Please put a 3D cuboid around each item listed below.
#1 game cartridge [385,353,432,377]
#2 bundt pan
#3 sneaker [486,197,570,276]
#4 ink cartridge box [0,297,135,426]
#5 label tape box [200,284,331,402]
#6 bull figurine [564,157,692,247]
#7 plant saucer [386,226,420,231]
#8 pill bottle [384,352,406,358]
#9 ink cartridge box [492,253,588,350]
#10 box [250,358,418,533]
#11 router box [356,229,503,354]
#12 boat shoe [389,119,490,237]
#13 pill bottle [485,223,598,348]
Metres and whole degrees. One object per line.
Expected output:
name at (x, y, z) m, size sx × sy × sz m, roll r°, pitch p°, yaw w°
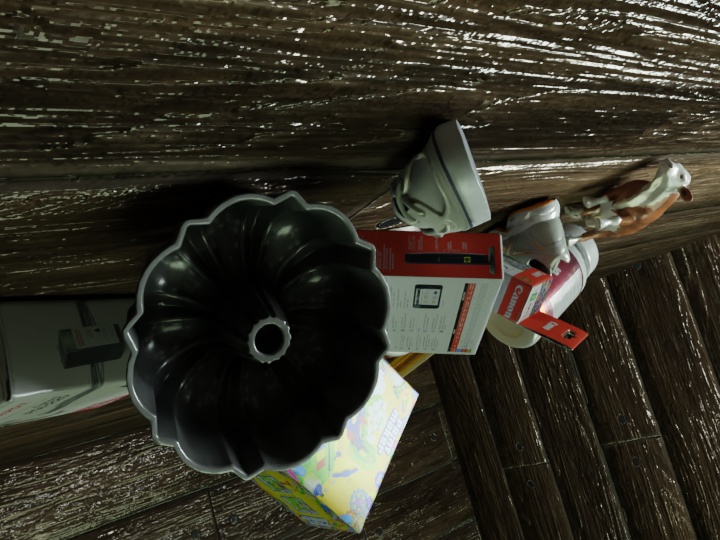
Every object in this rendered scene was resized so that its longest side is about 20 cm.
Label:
game cartridge at (0.115, 0.064, 1.062) m, size 0.176 × 0.032 × 0.201 m, roll -45°, pitch -171°, yaw 40°
bundt pan at (-0.078, 0.040, 0.518) m, size 0.197 × 0.208 × 0.075 m, roll -13°, pitch -163°, yaw -25°
sneaker at (0.215, -0.022, 0.939) m, size 0.074 × 0.095 × 0.200 m, roll -17°, pitch 171°, yaw -9°
ink cartridge box at (-0.289, 0.087, 0.663) m, size 0.143 × 0.087 × 0.198 m, roll -23°, pitch 167°, yaw 27°
label tape box at (-0.080, 0.061, 0.615) m, size 0.142 × 0.066 × 0.202 m, roll -40°, pitch 150°, yaw -14°
bull figurine at (0.344, -0.083, 0.928) m, size 0.118 × 0.067 × 0.200 m, roll -13°, pitch 167°, yaw -5°
plant saucer at (0.000, 0.000, 0.847) m, size 0.195 × 0.038 × 0.201 m, roll -18°, pitch 169°, yaw -3°
pill bottle at (0.019, 0.073, 1.027) m, size 0.109 × 0.116 × 0.200 m, roll -14°, pitch 174°, yaw -19°
ink cartridge box at (0.179, 0.019, 0.840) m, size 0.108 × 0.197 × 0.052 m, roll -10°, pitch 124°, yaw -62°
box at (-0.054, 0.191, 0.912) m, size 0.121 × 0.193 × 0.203 m, roll -17°, pitch -145°, yaw 49°
router box at (0.047, 0.029, 0.742) m, size 0.173 × 0.050 × 0.201 m, roll 2°, pitch 153°, yaw 1°
boat shoe at (0.057, -0.059, 0.549) m, size 0.068 × 0.073 × 0.200 m, roll -21°, pitch 176°, yaw 6°
pill bottle at (0.270, 0.017, 1.057) m, size 0.199 × 0.111 × 0.109 m, roll -38°, pitch -177°, yaw -34°
